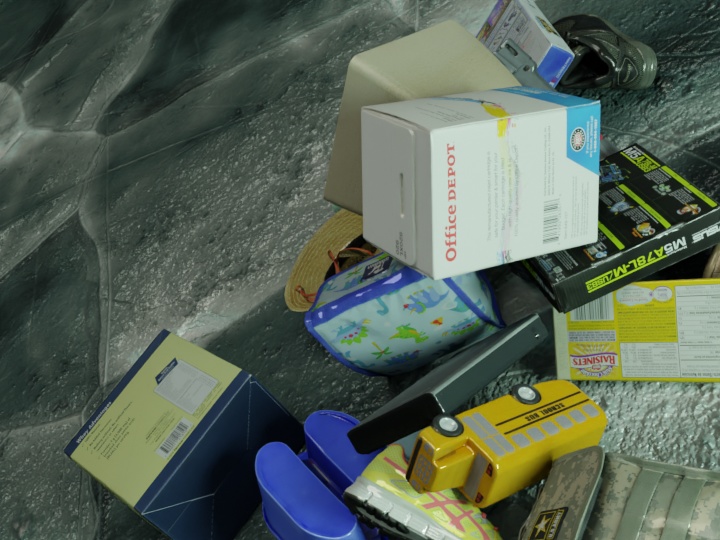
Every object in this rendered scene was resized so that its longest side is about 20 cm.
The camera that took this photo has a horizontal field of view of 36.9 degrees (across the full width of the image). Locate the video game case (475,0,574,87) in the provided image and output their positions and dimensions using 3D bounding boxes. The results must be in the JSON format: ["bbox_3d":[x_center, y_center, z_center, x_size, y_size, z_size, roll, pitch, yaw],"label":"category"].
[{"bbox_3d":[0.188,-0.253,1.446,0.200,0.045,0.182,-58,30,28],"label":"video game case"}]

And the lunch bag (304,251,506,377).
[{"bbox_3d":[0.048,0.036,1.205,0.169,0.200,0.128,-26,74,18],"label":"lunch bag"}]

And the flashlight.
[{"bbox_3d":[0.228,-0.187,1.319,0.068,0.068,0.200,-42,77,-11],"label":"flashlight"}]

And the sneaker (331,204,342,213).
[{"bbox_3d":[0.035,-0.081,1.442,0.199,0.074,0.119,-9,40,29],"label":"sneaker"}]

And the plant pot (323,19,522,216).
[{"bbox_3d":[0.098,-0.152,1.283,0.177,0.201,0.200,36,43,26],"label":"plant pot"}]

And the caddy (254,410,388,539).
[{"bbox_3d":[-0.024,0.246,1.147,0.141,0.105,0.200,-30,43,-22],"label":"caddy"}]

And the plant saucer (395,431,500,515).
[{"bbox_3d":[0.093,0.197,1.171,0.070,0.019,0.200,-48,38,-12],"label":"plant saucer"}]

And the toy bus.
[{"bbox_3d":[0.139,0.166,1.031,0.199,0.065,0.078,-15,45,-37],"label":"toy bus"}]

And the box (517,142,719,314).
[{"bbox_3d":[0.261,-0.051,1.165,0.192,0.048,0.200,-23,28,-3],"label":"box"}]

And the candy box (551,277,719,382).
[{"bbox_3d":[0.290,0.061,1.096,0.199,0.026,0.103,-3,94,36],"label":"candy box"}]

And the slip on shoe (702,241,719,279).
[{"bbox_3d":[0.410,-0.060,1.133,0.060,0.076,0.201,3,61,37],"label":"slip on shoe"}]

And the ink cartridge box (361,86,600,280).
[{"bbox_3d":[0.118,-0.096,1.085,0.199,0.148,0.145,-12,21,-26],"label":"ink cartridge box"}]

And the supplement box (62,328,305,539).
[{"bbox_3d":[-0.212,0.208,1.307,0.199,0.134,0.200,20,65,47],"label":"supplement box"}]

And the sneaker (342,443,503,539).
[{"bbox_3d":[0.088,0.233,1.033,0.199,0.078,0.090,30,60,7],"label":"sneaker"}]

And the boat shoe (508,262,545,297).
[{"bbox_3d":[0.230,-0.005,1.225,0.074,0.062,0.200,-35,32,-19],"label":"boat shoe"}]

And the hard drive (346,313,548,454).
[{"bbox_3d":[0.093,0.118,1.121,0.200,0.033,0.139,-30,-3,-45],"label":"hard drive"}]

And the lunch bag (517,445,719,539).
[{"bbox_3d":[0.222,0.249,0.929,0.199,0.118,0.164,5,53,36],"label":"lunch bag"}]

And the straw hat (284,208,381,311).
[{"bbox_3d":[0.000,0.000,1.380,0.201,0.085,0.201,-34,27,20],"label":"straw hat"}]

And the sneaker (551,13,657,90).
[{"bbox_3d":[0.287,-0.292,1.424,0.114,0.077,0.200,-4,31,-27],"label":"sneaker"}]
